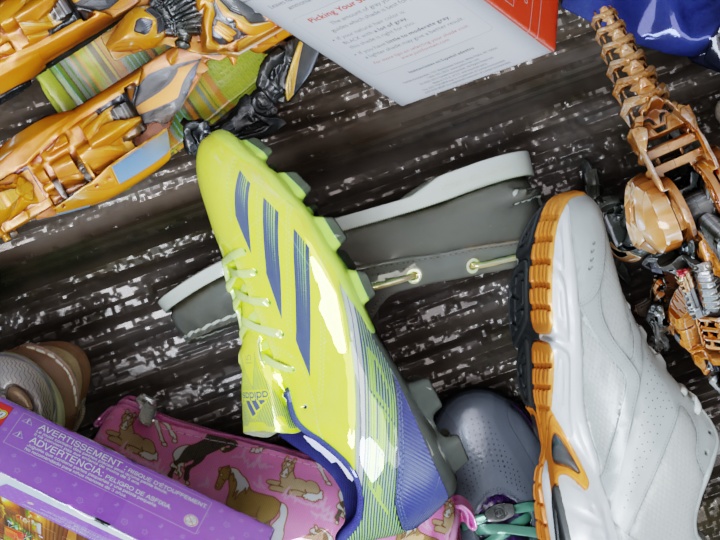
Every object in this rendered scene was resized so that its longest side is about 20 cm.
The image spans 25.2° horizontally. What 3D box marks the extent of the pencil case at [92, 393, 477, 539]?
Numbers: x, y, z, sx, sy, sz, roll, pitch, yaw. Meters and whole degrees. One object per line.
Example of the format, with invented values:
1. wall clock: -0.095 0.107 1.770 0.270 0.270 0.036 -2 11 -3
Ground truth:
1. pencil case: -0.046 0.125 0.784 0.198 0.083 0.087 15 134 6

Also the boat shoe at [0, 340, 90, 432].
1. boat shoe: -0.195 0.102 0.776 0.200 0.072 0.076 -37 91 29

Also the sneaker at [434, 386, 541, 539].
1. sneaker: 0.087 0.158 0.807 0.074 0.088 0.202 -17 95 -3

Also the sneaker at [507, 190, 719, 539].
1. sneaker: 0.126 0.060 0.768 0.091 0.076 0.202 -7 95 -9

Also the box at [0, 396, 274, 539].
1. box: -0.129 0.157 0.710 0.136 0.039 0.201 25 130 3

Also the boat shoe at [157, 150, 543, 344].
1. boat shoe: 0.000 0.000 0.800 0.200 0.072 0.061 -20 90 -7

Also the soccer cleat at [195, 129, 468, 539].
1. soccer cleat: -0.029 0.031 0.724 0.083 0.065 0.201 -31 88 -5

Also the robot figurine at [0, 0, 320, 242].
1. robot figurine: -0.117 -0.106 0.775 0.199 0.058 0.146 -32 95 -2

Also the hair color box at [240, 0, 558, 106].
1. hair color box: -0.008 -0.153 0.722 0.199 0.101 0.062 28 59 -41

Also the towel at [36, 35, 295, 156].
1. towel: -0.069 -0.134 0.814 0.199 0.018 0.086 -38 96 -2

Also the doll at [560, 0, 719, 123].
1. doll: 0.194 -0.141 0.818 0.198 0.048 0.138 21 85 -6

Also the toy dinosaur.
1. toy dinosaur: 0.161 -0.027 0.779 0.101 0.136 0.202 -2 94 -3
